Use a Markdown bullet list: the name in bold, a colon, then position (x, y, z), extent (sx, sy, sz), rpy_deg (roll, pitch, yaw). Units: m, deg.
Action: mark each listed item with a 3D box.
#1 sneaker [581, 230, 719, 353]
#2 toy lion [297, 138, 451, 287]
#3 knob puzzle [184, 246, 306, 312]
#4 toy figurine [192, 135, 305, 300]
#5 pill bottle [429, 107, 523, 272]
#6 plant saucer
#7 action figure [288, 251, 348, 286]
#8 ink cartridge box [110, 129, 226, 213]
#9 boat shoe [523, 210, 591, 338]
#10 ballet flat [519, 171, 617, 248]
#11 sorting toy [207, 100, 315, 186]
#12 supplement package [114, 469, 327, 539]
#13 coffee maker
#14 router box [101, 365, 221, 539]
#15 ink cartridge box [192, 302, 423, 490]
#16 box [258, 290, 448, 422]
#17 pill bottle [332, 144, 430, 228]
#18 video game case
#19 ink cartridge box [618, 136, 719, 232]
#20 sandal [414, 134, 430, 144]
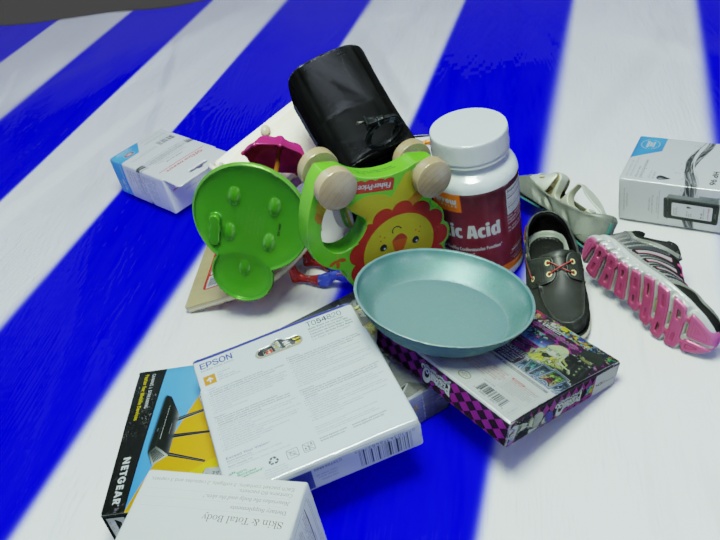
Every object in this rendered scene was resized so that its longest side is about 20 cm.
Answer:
- **sneaker**: position (0.349, 0.012, 0.905), extent (0.086, 0.074, 0.200), rpy_deg (-20, 41, -18)
- **toy lion**: position (0.019, -0.050, 0.923), extent (0.198, 0.194, 0.069), rpy_deg (-9, 36, -27)
- **knob puzzle**: position (-0.140, -0.025, 1.117), extent (0.217, 0.031, 0.221), rpy_deg (-21, 37, 16)
- **toy figurine**: position (-0.124, -0.092, 1.037), extent (0.148, 0.202, 0.185), rpy_deg (14, 35, 1)
- **pill bottle**: position (0.146, -0.093, 0.995), extent (0.112, 0.202, 0.115), rpy_deg (-8, 37, 6)
- **plant saucer**: position (0.089, 0.039, 0.857), extent (0.197, 0.036, 0.201), rpy_deg (3, 30, -2)
- **action figure**: position (0.000, 0.000, 1.052), extent (0.197, 0.052, 0.066), rpy_deg (9, 37, 24)
- **ink cartridge box**: position (-0.313, -0.166, 1.325), extent (0.199, 0.068, 0.116), rpy_deg (22, 50, 38)
- **boat shoe**: position (0.236, 0.004, 0.962), extent (0.073, 0.064, 0.203), rpy_deg (-5, 39, 6)
- **ballet flat**: position (0.276, -0.097, 1.069), extent (0.067, 0.064, 0.200), rpy_deg (8, 28, -33)
- **sorting toy**: position (-0.121, -0.165, 1.210), extent (0.199, 0.107, 0.180), rpy_deg (-40, -1, -9)
- **supplement package**: position (-0.120, 0.291, 0.625), extent (0.150, 0.152, 0.201), rpy_deg (0, 39, 16)
- **coffee maker**: position (-0.001, -0.193, 1.011), extent (0.133, 0.193, 0.201), rpy_deg (-13, 57, -24)
- **router box**: position (-0.184, 0.188, 0.858), extent (0.147, 0.052, 0.201), rpy_deg (-9, 37, 4)
- **ink cartridge box**: position (-0.062, 0.136, 0.816), extent (0.197, 0.041, 0.201), rpy_deg (-20, 39, -9)
- **box**: position (-0.017, 0.118, 0.902), extent (0.157, 0.049, 0.200), rpy_deg (-26, 39, -15)
- **pill bottle**: position (0.061, -0.122, 1.133), extent (0.197, 0.112, 0.112), rpy_deg (-2, 38, 14)
- **video game case**: position (0.146, 0.089, 0.853), extent (0.180, 0.036, 0.199), rpy_deg (-19, 38, -35)
- **ink cartridge box**: position (0.455, -0.112, 1.037), extent (0.198, 0.068, 0.116), rpy_deg (12, 44, 29)
- **sandal**: position (0.065, -0.174, 1.225), extent (0.204, 0.080, 0.060), rpy_deg (-11, 39, 6)
